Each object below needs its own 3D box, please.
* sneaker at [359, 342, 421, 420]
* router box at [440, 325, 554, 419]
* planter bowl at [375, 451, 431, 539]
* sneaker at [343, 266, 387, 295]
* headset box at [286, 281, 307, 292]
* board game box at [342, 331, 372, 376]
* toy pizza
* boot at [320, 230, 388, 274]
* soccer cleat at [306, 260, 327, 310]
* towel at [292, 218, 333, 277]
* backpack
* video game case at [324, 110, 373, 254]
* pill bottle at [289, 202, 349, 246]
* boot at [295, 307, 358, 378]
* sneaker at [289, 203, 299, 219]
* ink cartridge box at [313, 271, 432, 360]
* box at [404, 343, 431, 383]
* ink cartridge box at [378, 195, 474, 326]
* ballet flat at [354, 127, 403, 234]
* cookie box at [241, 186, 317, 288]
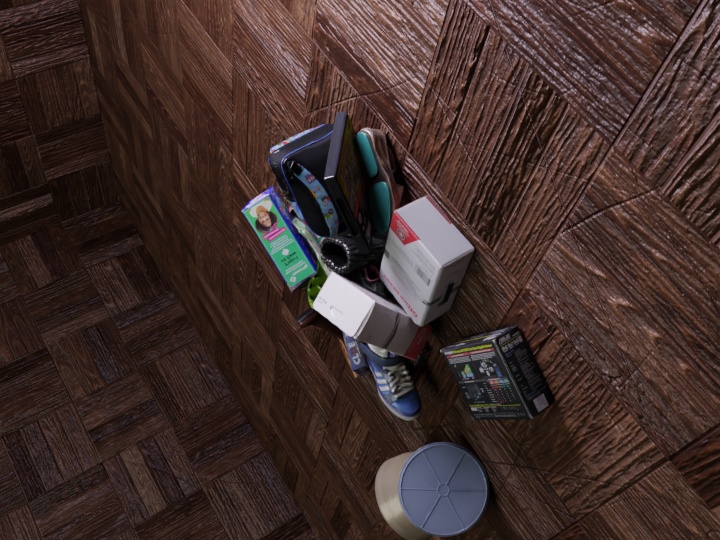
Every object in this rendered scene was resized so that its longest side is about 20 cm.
[{"bbox_3d":[0.074,0.215,1.534,0.201,0.080,0.147,59,161,25],"label":"sneaker"},{"bbox_3d":[0.243,0.190,1.291,0.151,0.062,0.200,64,156,0],"label":"router box"},{"bbox_3d":[0.152,0.508,1.650,0.135,0.199,0.201,-41,74,37],"label":"planter bowl"},{"bbox_3d":[0.000,0.000,1.608,0.200,0.078,0.096,44,128,35],"label":"sneaker"},{"bbox_3d":[-0.170,-0.041,1.879,0.202,0.074,0.149,63,155,4],"label":"headset box"},{"bbox_3d":[-0.018,0.142,1.670,0.136,0.034,0.202,56,-161,-73],"label":"board game box"},{"bbox_3d":[0.181,0.476,1.549,0.202,0.199,0.032,62,-179,5],"label":"toy pizza"},{"bbox_3d":[-0.023,-0.038,1.466,0.210,0.157,0.080,-9,93,56],"label":"boot"},{"bbox_3d":[-0.092,0.015,1.719,0.081,0.067,0.202,83,-172,-58],"label":"soccer cleat"},{"bbox_3d":[-0.084,-0.018,1.536,0.201,0.023,0.153,57,176,-14],"label":"towel"},{"bbox_3d":[-0.075,-0.180,1.451,0.134,0.182,0.202,27,145,58],"label":"backpack"},{"bbox_3d":[-0.014,-0.164,1.315,0.201,0.025,0.182,-83,-25,-45],"label":"video game case"},{"bbox_3d":[-0.093,-0.150,1.580,0.201,0.112,0.113,57,154,17],"label":"pill bottle"},{"bbox_3d":[-0.058,0.172,1.739,0.068,0.188,0.202,-28,85,31],"label":"boot"},{"bbox_3d":[-0.151,-0.166,1.716,0.200,0.081,0.071,37,146,45],"label":"sneaker"},{"bbox_3d":[0.026,0.092,1.410,0.146,0.083,0.199,33,-175,43],"label":"ink cartridge box"},{"bbox_3d":[0.087,0.183,1.622,0.137,0.037,0.201,53,153,24],"label":"box"},{"bbox_3d":[0.117,-0.013,1.326,0.145,0.083,0.201,51,152,25],"label":"ink cartridge box"},{"bbox_3d":[0.046,-0.171,1.334,0.068,0.067,0.202,-6,99,49],"label":"ballet flat"},{"bbox_3d":[-0.177,-0.078,1.596,0.201,0.075,0.171,58,-176,-12],"label":"cookie box"}]
